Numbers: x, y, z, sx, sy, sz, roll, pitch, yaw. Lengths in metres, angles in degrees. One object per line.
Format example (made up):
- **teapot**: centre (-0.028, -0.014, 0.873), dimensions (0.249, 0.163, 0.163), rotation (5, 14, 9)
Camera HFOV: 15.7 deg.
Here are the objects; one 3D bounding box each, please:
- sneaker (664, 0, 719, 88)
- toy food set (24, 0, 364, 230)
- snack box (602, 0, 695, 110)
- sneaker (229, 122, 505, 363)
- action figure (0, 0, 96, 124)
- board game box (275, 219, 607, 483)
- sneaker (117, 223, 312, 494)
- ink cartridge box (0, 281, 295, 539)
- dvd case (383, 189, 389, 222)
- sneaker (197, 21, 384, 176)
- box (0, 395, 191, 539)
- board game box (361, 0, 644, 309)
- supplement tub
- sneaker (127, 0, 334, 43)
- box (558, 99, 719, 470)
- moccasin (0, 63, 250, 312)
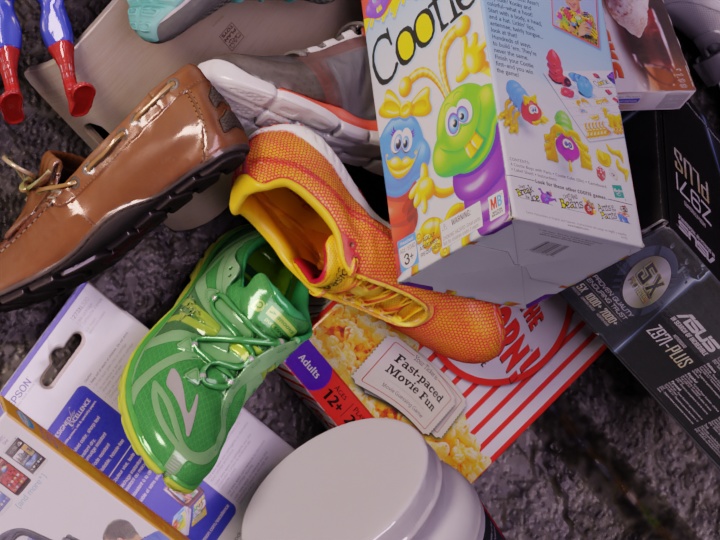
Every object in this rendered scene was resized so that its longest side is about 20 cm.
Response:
- **sneaker**: centre (0.257, -0.115, 1.699), dimensions (0.200, 0.075, 0.115), rotation (32, 67, -13)
- **toy food set**: centre (-0.092, -0.142, 1.568), dimensions (0.200, 0.060, 0.144), rotation (-51, 121, -16)
- **snack box**: centre (0.141, -0.188, 1.596), dimensions (0.072, 0.024, 0.200), rotation (-4, 63, -27)
- **sneaker**: centre (0.000, 0.000, 1.517), dimensions (0.200, 0.073, 0.077), rotation (36, 43, -17)
- **action figure**: centre (-0.195, -0.183, 1.487), dimensions (0.065, 0.052, 0.200), rotation (-10, 65, -11)
- **board game box**: centre (0.057, 0.036, 1.620), dimensions (0.200, 0.046, 0.152), rotation (-45, 111, -11)
- **sneaker**: centre (-0.079, 0.039, 1.519), dimensions (0.074, 0.084, 0.200), rotation (40, 50, -21)
- **ink cartridge box**: centre (-0.122, 0.102, 1.556), dimensions (0.200, 0.037, 0.095), rotation (41, 73, -21)
- **dvd case**: centre (0.093, -0.121, 1.666), dimensions (0.150, 0.025, 0.200), rotation (6, 86, -25)
- **sneaker**: centre (-0.019, -0.110, 1.555), dimensions (0.200, 0.077, 0.082), rotation (13, 68, -38)
- **box**: centre (-0.186, 0.165, 1.505), dimensions (0.200, 0.041, 0.119), rotation (39, 92, -22)
- **board game box**: centre (0.078, -0.094, 1.510), dimensions (0.105, 0.103, 0.200), rotation (12, 61, -38)
- **supplement tub**: centre (0.030, 0.200, 1.548), dimensions (0.140, 0.140, 0.200), rotation (-44, 123, -19)
- **sneaker**: centre (-0.046, -0.184, 1.512), dimensions (0.200, 0.078, 0.091), rotation (-42, 121, -20)
- **box**: centre (0.205, -0.001, 1.619), dimensions (0.200, 0.086, 0.164), rotation (46, 29, -29)
- **moccasin**: centre (-0.159, -0.043, 1.483), dimensions (0.078, 0.201, 0.074), rotation (57, 23, 9)
